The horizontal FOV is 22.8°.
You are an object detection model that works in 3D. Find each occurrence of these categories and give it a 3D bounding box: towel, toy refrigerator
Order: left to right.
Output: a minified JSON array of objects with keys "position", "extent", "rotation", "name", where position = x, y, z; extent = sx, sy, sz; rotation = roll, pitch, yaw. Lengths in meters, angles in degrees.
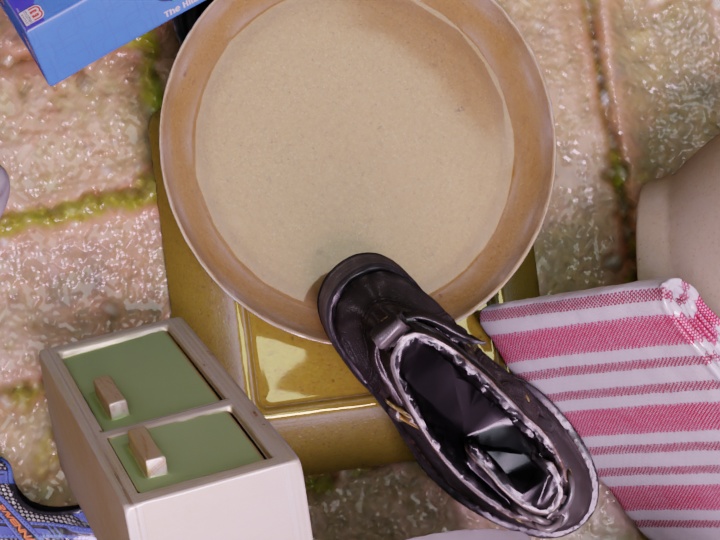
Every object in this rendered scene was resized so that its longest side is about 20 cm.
[{"position":[-0.087,0.083,0.797],"extent":[0.075,0.200,0.071],"rotation":[-13,110,-16],"name":"toy refrigerator"},{"position":[0.158,0.080,0.866],"extent":[0.200,0.146,0.030],"rotation":[50,61,-18],"name":"towel"}]

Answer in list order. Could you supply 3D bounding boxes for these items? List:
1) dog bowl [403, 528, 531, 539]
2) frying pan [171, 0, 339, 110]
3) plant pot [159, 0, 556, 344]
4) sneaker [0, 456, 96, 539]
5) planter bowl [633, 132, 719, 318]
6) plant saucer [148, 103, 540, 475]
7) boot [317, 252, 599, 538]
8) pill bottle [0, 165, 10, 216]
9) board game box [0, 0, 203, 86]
[{"position":[0.009,0.194,0.825],"extent":[0.198,0.201,0.059],"rotation":[-16,60,-9],"name":"dog bowl"},{"position":[-0.022,-0.160,0.942],"extent":[0.115,0.031,0.190],"rotation":[41,65,0],"name":"frying pan"},{"position":[-0.001,-0.062,0.890],"extent":[0.198,0.027,0.203],"rotation":[1,84,-7],"name":"plant pot"},{"position":[-0.119,0.148,0.879],"extent":[0.198,0.075,0.079],"rotation":[20,79,-7],"name":"sneaker"},{"position":[0.212,0.008,0.893],"extent":[0.133,0.200,0.203],"rotation":[-6,85,19],"name":"planter bowl"},{"position":[0.000,0.000,0.921],"extent":[0.198,0.048,0.202],"rotation":[-7,85,-9],"name":"plant saucer"},{"position":[0.056,0.077,0.797],"extent":[0.069,0.174,0.200],"rotation":[-46,109,1],"name":"boot"},{"position":[-0.277,-0.054,0.856],"extent":[0.199,0.109,0.109],"rotation":[33,81,-4],"name":"pill bottle"},{"position":[-0.104,-0.200,0.893],"extent":[0.199,0.045,0.152],"rotation":[-31,58,-10],"name":"board game box"}]
